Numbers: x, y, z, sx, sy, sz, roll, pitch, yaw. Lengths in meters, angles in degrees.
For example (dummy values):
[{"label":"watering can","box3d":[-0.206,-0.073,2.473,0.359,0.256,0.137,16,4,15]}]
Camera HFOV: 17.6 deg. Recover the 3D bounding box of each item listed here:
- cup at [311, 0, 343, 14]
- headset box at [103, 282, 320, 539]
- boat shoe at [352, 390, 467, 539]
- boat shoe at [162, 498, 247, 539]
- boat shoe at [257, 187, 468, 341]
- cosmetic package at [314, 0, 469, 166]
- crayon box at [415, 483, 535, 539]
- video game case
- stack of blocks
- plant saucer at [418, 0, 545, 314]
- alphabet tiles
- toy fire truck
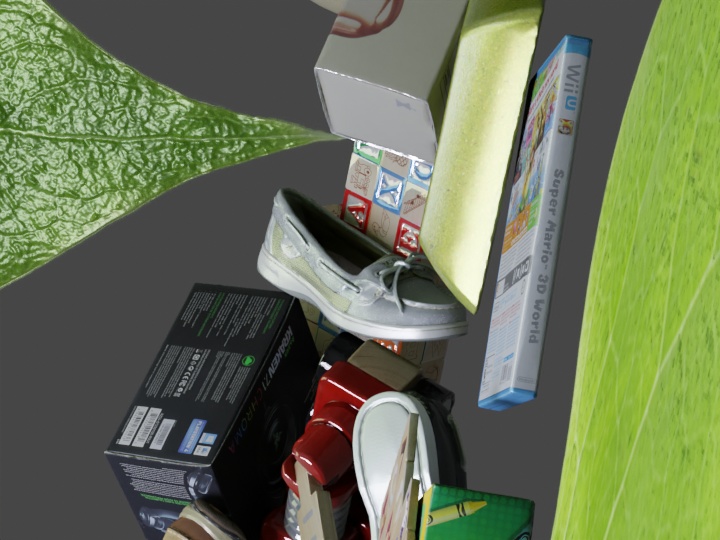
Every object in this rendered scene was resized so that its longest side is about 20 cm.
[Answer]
[{"label":"cup","box3d":[0.042,-0.270,1.800,0.143,0.199,0.202,47,132,52]},{"label":"headset box","box3d":[-0.093,0.143,1.763,0.201,0.092,0.175,72,-147,-42]},{"label":"boat shoe","box3d":[0.039,0.175,1.426,0.060,0.075,0.202,9,-100,-56]},{"label":"boat shoe","box3d":[-0.114,0.251,1.685,0.074,0.075,0.201,-41,-41,-28]},{"label":"boat shoe","box3d":[0.001,0.000,1.697,0.201,0.074,0.065,28,118,44]},{"label":"cosmetic package","box3d":[0.047,-0.189,1.605,0.104,0.087,0.201,78,-148,-65]},{"label":"crayon box","box3d":[0.045,0.193,1.269,0.200,0.058,0.120,114,166,-75]},{"label":"video game case","box3d":[0.099,-0.023,1.335,0.143,0.018,0.202,122,157,-83]},{"label":"stack of blocks","box3d":[0.019,-0.016,1.765,0.058,0.115,0.202,-12,-59,-47]},{"label":"plant saucer","box3d":[0.078,-0.100,1.491,0.200,0.047,0.201,-72,-7,-69]},{"label":"alphabet tiles","box3d":[0.013,0.186,1.266,0.168,0.007,0.201,104,174,-51]},{"label":"toy fire truck","box3d":[-0.019,0.173,1.639,0.200,0.128,0.177,-43,-25,-43]}]
